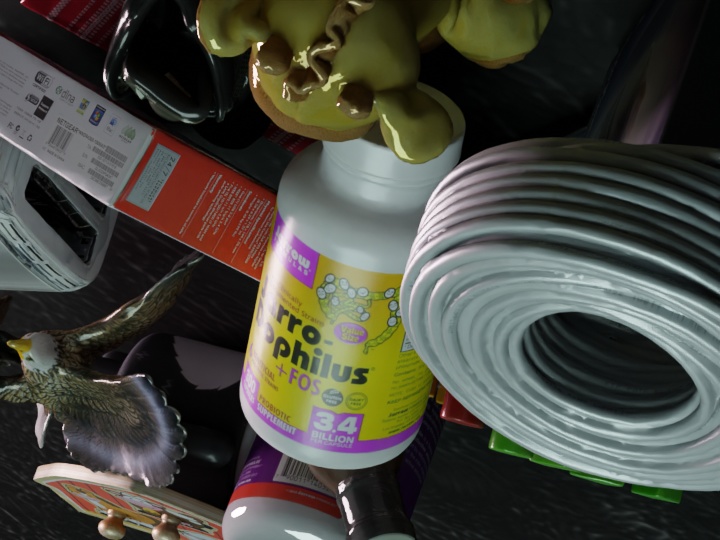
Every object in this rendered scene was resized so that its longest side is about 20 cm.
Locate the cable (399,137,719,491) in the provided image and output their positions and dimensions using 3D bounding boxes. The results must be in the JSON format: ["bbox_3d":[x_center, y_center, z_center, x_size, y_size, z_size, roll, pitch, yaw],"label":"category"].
[{"bbox_3d":[0.115,0.024,0.976,0.199,0.069,0.200,9,147,25],"label":"cable"}]

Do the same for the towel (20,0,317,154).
[{"bbox_3d":[-0.084,-0.143,1.299,0.199,0.023,0.145,28,149,-16],"label":"towel"}]

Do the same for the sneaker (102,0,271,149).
[{"bbox_3d":[-0.091,-0.106,1.233,0.076,0.115,0.200,16,152,8],"label":"sneaker"}]

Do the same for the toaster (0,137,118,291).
[{"bbox_3d":[-0.239,-0.053,1.465,0.129,0.114,0.200,6,155,23],"label":"toaster"}]

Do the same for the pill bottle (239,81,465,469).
[{"bbox_3d":[0.000,0.000,1.223,0.104,0.104,0.201,18,124,8],"label":"pill bottle"}]

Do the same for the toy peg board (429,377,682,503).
[{"bbox_3d":[0.093,0.063,1.354,0.199,0.098,0.200,7,170,46],"label":"toy peg board"}]

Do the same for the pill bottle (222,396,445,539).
[{"bbox_3d":[-0.007,0.104,1.485,0.112,0.201,0.113,17,151,9],"label":"pill bottle"}]

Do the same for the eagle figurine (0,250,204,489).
[{"bbox_3d":[-0.181,0.060,1.536,0.199,0.151,0.153,-1,110,17],"label":"eagle figurine"}]

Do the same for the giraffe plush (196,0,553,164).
[{"bbox_3d":[0.004,-0.129,1.110,0.172,0.163,0.200,13,151,17],"label":"giraffe plush"}]

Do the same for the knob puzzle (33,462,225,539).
[{"bbox_3d":[-0.141,0.180,1.627,0.219,0.031,0.220,18,166,5],"label":"knob puzzle"}]

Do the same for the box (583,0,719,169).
[{"bbox_3d":[0.175,-0.051,1.090,0.123,0.201,0.198,25,151,-5],"label":"box"}]

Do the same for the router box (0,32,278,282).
[{"bbox_3d":[-0.125,-0.062,1.309,0.200,0.049,0.179,31,-178,42],"label":"router box"}]

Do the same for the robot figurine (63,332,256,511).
[{"bbox_3d":[-0.109,0.113,1.659,0.199,0.151,0.125,14,134,15],"label":"robot figurine"}]

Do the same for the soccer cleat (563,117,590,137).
[{"bbox_3d":[0.098,-0.026,1.306,0.070,0.087,0.200,31,151,-17],"label":"soccer cleat"}]

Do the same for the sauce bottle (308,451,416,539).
[{"bbox_3d":[-0.009,0.086,1.390,0.064,0.201,0.065,-10,146,-7],"label":"sauce bottle"}]
